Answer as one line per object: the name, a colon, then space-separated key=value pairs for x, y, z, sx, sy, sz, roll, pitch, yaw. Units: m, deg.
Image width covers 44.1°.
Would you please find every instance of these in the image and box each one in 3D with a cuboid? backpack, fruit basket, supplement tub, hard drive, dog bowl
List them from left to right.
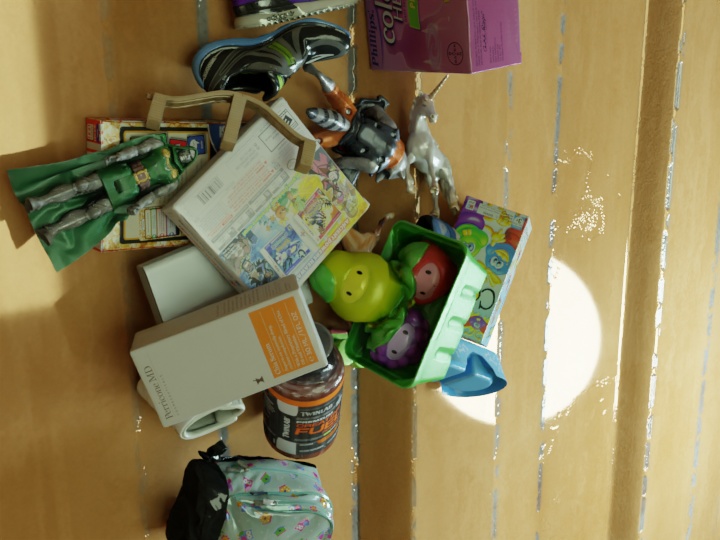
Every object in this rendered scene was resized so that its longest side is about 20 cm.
hard drive: x=-0.161 y=0.018 z=1.094 sx=0.200 sy=0.027 sz=0.132 roll=-26 pitch=110 yaw=-30
backpack: x=-0.136 y=0.318 z=1.158 sx=0.200 sy=0.127 sz=0.167 roll=8 pitch=126 yaw=-30
supplement tub: x=-0.076 y=0.155 z=1.166 sx=0.107 sy=0.107 sz=0.200 roll=-31 pitch=147 yaw=-29
fruit basket: x=0.041 y=0.035 z=1.151 sx=0.215 sy=0.155 sz=0.216 roll=-19 pitch=120 yaw=-37
dog bowl: x=0.144 y=0.149 z=1.391 sx=0.200 sy=0.111 sz=0.050 roll=23 pitch=55 yaw=-40

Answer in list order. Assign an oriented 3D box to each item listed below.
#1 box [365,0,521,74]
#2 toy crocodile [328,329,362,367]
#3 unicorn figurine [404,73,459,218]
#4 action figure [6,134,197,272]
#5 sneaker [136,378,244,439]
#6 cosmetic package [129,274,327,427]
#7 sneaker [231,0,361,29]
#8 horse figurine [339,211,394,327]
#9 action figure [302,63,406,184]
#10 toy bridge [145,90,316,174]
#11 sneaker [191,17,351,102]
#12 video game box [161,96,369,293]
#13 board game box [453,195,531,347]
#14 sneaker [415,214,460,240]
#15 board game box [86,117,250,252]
box: x=0.103 y=-0.355 z=1.163 sx=0.097 sy=0.200 sz=0.176 roll=-19 pitch=113 yaw=-34
toy crocodile: x=-0.016 y=0.108 z=1.276 sx=0.200 sy=0.067 sz=0.062 roll=6 pitch=79 yaw=-42
unicorn figurine: x=0.099 y=-0.164 z=1.278 sx=0.200 sy=0.074 sz=0.138 roll=70 pitch=17 yaw=-65
action figure: x=-0.265 y=-0.095 z=0.974 sx=0.200 sy=0.055 sz=0.118 roll=-32 pitch=115 yaw=-29
sneaker: x=-0.165 y=0.133 z=1.120 sx=0.200 sy=0.116 sz=0.074 roll=-35 pitch=147 yaw=-23
cosmetic package: x=-0.149 y=0.090 z=1.019 sx=0.200 sy=0.071 sz=0.102 roll=-21 pitch=106 yaw=-3
sneaker: x=-0.076 y=-0.366 z=1.103 sx=0.200 sy=0.070 sz=0.100 roll=-25 pitch=111 yaw=-33
horse figurine: x=0.000 y=0.000 z=1.240 sx=0.133 sy=0.050 sz=0.200 roll=-28 pitch=129 yaw=-60
action figure: x=-0.020 y=-0.158 z=1.184 sx=0.193 sy=0.105 sz=0.200 roll=20 pitch=88 yaw=-31
toy bridge: x=-0.147 y=-0.171 z=1.024 sx=0.200 sy=0.027 sz=0.067 roll=16 pitch=69 yaw=-14
sneaker: x=-0.103 y=-0.249 z=1.081 sx=0.199 sy=0.071 sz=0.083 roll=-20 pitch=72 yaw=-18
video game box: x=-0.109 y=-0.077 z=1.079 sx=0.182 sy=0.047 sz=0.200 roll=49 pitch=66 yaw=-20
board game box: x=0.177 y=0.004 z=1.356 sx=0.105 sy=0.103 sz=0.200 roll=34 pitch=77 yaw=-75
sneaker: x=0.068 y=0.008 z=1.277 sx=0.089 sy=0.079 sz=0.200 roll=38 pitch=70 yaw=-42
board game box: x=-0.224 y=-0.105 z=1.065 sx=0.200 sy=0.046 sz=0.152 roll=-6 pitch=105 yaw=-38
